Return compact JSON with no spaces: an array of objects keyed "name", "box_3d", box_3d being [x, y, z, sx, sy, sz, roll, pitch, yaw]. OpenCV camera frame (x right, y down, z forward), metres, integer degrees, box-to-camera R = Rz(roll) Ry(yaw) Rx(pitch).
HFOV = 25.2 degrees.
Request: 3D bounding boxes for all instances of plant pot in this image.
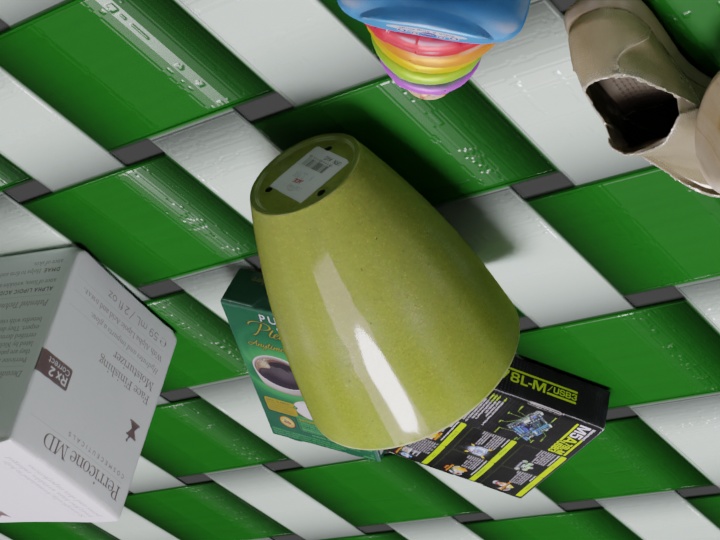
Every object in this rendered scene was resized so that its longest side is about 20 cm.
[{"name":"plant pot","box_3d":[0.000,0.000,1.237,0.186,0.188,0.201,-7,129,32]}]

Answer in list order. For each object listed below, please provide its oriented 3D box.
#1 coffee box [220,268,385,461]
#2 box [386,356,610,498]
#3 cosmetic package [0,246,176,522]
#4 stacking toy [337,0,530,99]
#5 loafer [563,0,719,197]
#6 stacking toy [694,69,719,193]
[{"name":"coffee box","box_3d":[-0.044,0.088,1.462,0.122,0.044,0.201,12,142,26]},{"name":"box","box_3d":[0.107,0.137,1.522,0.191,0.048,0.200,18,149,-9]},{"name":"cosmetic package","box_3d":[-0.302,0.111,1.500,0.164,0.201,0.165,-7,145,32]},{"name":"stacking toy","box_3d":[0.044,-0.156,1.026,0.115,0.111,0.200,10,161,2]},{"name":"loafer","box_3d":[0.197,-0.100,1.064,0.075,0.069,0.200,-17,138,42]},{"name":"stacking toy","box_3d":[0.316,-0.081,1.022,0.198,0.086,0.085,5,154,-20]}]
